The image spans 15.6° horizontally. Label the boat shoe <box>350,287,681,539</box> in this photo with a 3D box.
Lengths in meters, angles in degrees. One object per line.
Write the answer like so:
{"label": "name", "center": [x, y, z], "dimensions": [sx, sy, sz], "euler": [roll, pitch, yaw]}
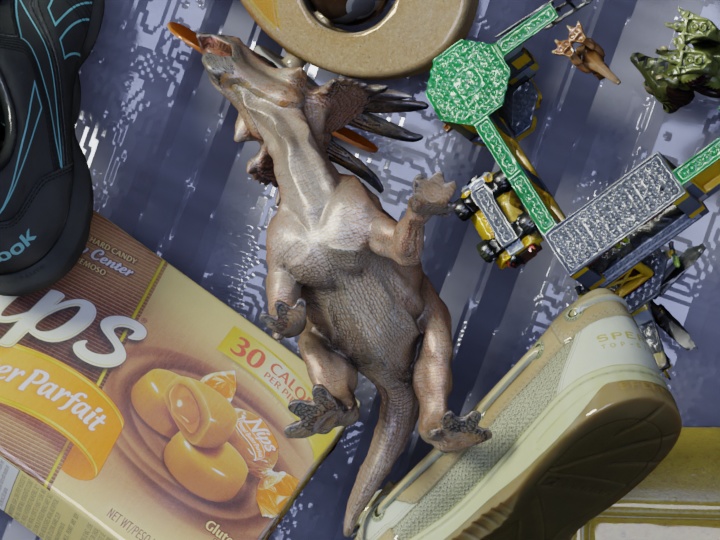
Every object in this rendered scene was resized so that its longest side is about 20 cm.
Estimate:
{"label": "boat shoe", "center": [0.049, 0.089, 1.077], "dimensions": [0.201, 0.073, 0.063], "euler": [-48, 44, 35]}

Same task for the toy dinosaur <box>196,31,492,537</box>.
{"label": "toy dinosaur", "center": [0.000, 0.000, 1.060], "dimensions": [0.086, 0.136, 0.200], "euler": [-13, 115, 0]}

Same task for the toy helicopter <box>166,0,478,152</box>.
{"label": "toy helicopter", "center": [-0.048, -0.125, 1.119], "dimensions": [0.200, 0.079, 0.132], "euler": [10, 98, 14]}

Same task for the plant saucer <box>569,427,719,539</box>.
{"label": "plant saucer", "center": [0.157, 0.166, 1.100], "dimensions": [0.200, 0.048, 0.200], "euler": [1, 87, 3]}

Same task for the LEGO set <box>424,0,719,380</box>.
{"label": "LEGO set", "center": [0.137, -0.067, 1.094], "dimensions": [0.200, 0.116, 0.154], "euler": [-43, 64, 9]}

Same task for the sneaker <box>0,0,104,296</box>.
{"label": "sneaker", "center": [-0.147, -0.092, 1.066], "dimensions": [0.075, 0.079, 0.200], "euler": [-17, 62, 14]}

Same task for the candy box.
{"label": "candy box", "center": [-0.115, 0.047, 1.091], "dimensions": [0.200, 0.055, 0.115], "euler": [35, 60, 4]}
